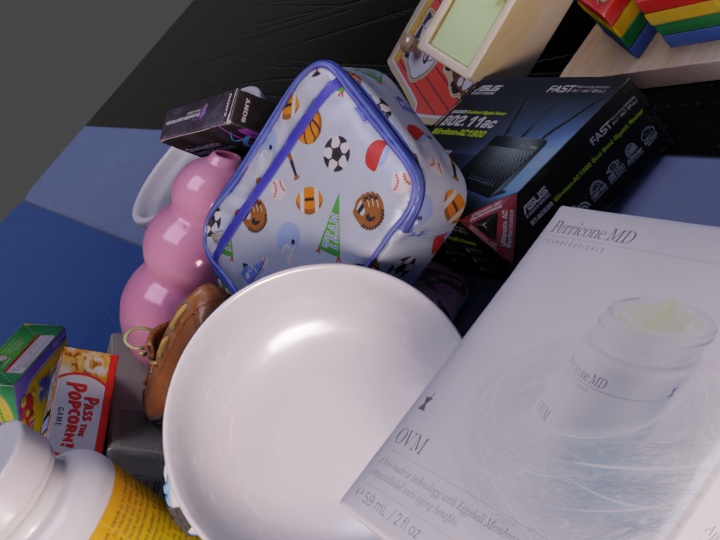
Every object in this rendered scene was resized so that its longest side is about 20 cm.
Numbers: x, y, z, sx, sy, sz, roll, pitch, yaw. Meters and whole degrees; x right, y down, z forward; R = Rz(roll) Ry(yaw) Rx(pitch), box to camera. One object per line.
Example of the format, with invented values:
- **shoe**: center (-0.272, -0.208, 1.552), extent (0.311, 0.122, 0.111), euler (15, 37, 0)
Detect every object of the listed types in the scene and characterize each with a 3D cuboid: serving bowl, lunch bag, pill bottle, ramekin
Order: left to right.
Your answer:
- **pill bottle**: center (-0.175, 0.190, 0.758), extent (0.113, 0.200, 0.113), euler (-37, 27, 22)
- **ramekin**: center (-0.152, -0.100, 1.280), extent (0.200, 0.098, 0.201), euler (-36, 27, 22)
- **lunch bag**: center (-0.029, -0.039, 0.808), extent (0.200, 0.075, 0.160), euler (-51, 62, 29)
- **serving bowl**: center (-0.020, 0.099, 0.721), extent (0.200, 0.200, 0.066), euler (-51, -19, -8)

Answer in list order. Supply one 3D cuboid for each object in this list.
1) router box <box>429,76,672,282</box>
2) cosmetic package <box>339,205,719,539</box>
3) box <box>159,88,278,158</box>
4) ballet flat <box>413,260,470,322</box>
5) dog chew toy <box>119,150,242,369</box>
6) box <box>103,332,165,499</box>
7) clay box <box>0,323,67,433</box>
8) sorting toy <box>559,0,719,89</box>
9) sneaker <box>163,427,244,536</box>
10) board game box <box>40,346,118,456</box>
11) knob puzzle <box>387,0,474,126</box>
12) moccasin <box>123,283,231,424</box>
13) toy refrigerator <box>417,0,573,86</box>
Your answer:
- **router box**: center (0.107, -0.073, 0.847), extent (0.150, 0.062, 0.200), euler (-44, 24, -13)
- **cosmetic package**: center (0.127, 0.087, 0.523), extent (0.200, 0.123, 0.199), euler (-51, 25, -12)
- **box**: center (-0.060, -0.105, 1.022), extent (0.143, 0.200, 0.036), euler (-2, 74, 57)
- **ballet flat**: center (0.000, 0.000, 0.886), extent (0.200, 0.069, 0.071), euler (19, 43, 37)
- **dog chew toy**: center (-0.135, -0.006, 0.986), extent (0.125, 0.124, 0.201), euler (-114, 37, -64)
- **box**: center (-0.183, 0.132, 0.983), extent (0.200, 0.082, 0.069), euler (-112, 36, -65)
- **clay box**: center (-0.298, 0.163, 1.047), extent (0.047, 0.201, 0.115), euler (2, 25, 9)
- **sorting toy**: center (0.252, -0.235, 0.867), extent (0.200, 0.070, 0.199), euler (-54, 25, -15)
- **sneaker**: center (-0.053, 0.111, 0.793), extent (0.086, 0.075, 0.200), euler (-5, 24, 39)
- **board game box**: center (-0.243, 0.174, 0.932), extent (0.151, 0.046, 0.201), euler (146, 133, -69)
- **knob puzzle**: center (0.092, -0.221, 1.061), extent (0.219, 0.030, 0.220), euler (-30, 53, 50)
- **moccasin**: center (-0.131, 0.064, 0.859), extent (0.073, 0.078, 0.201), euler (-22, -12, -22)
- **toy refrigerator**: center (0.135, -0.251, 0.955), extent (0.076, 0.070, 0.200), euler (42, 106, 42)
